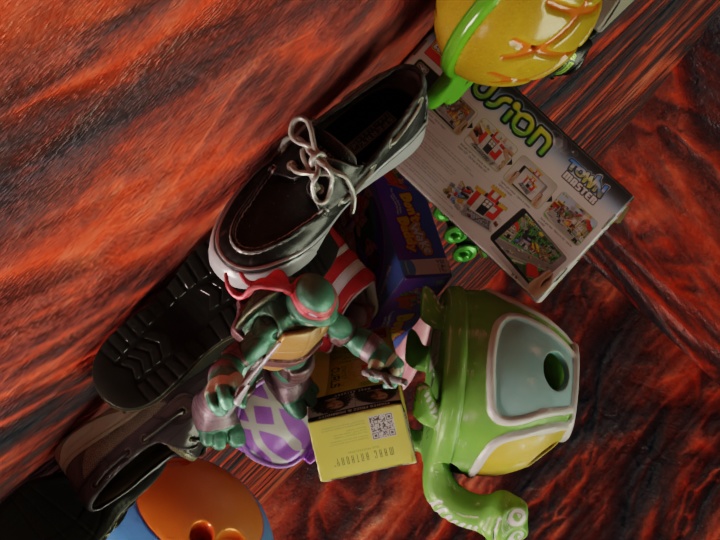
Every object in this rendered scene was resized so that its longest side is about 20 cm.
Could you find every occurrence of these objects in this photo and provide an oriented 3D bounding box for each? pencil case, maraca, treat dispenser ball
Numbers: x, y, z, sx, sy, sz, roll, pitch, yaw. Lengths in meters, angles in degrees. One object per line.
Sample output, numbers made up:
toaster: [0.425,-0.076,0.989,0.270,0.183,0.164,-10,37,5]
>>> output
pencil case: [-0.093,0.113,1.649,0.084,0.086,0.200,-41,-164,-7]
maraca: [0.103,-0.178,1.337,0.137,0.107,0.200,-35,169,-25]
treat dispenser ball: [-0.178,0.274,1.813,0.201,0.201,0.201,-46,173,-7]

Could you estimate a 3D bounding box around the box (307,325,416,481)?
box: [-0.002,0.099,1.473,0.075,0.050,0.200,-12,-166,2]

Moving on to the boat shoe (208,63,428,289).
boat shoe: [-0.025,-0.068,1.319,0.199,0.074,0.068,-37,162,-20]

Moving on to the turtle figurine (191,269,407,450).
turtle figurine: [-0.045,0.055,1.294,0.149,0.101,0.200,-4,159,-22]

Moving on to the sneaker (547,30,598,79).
sneaker: [0.152,-0.199,1.637,0.199,0.083,0.071,-38,169,-52]

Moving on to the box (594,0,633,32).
box: [0.244,-0.299,1.646,0.200,0.082,0.068,-45,174,-27]

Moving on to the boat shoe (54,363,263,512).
boat shoe: [-0.142,0.120,1.501,0.199,0.065,0.072,-30,159,6]

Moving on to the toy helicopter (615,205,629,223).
toy helicopter: [0.146,-0.098,1.696,0.079,0.199,0.132,-62,176,-1]

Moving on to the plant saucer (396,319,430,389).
plant saucer: [0.012,0.010,1.728,0.050,0.202,0.201,4,152,-17]

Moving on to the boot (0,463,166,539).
boot: [-0.256,0.220,1.575,0.203,0.074,0.154,-37,172,-49]

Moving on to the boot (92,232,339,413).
boot: [-0.112,0.032,1.421,0.199,0.078,0.138,-32,175,-9]

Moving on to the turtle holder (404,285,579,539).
turtle holder: [0.102,0.104,1.511,0.141,0.131,0.186,101,-6,-46]

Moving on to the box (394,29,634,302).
box: [0.100,-0.083,1.476,0.110,0.200,0.035,-47,173,7]

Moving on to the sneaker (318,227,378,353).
sneaker: [-0.060,0.039,1.557,0.071,0.112,0.200,-39,170,-45]

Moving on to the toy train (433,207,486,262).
toy train: [0.081,-0.078,1.658,0.056,0.042,0.200,-19,140,8]

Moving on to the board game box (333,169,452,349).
board game box: [0.000,0.000,1.619,0.044,0.135,0.200,-3,151,-27]
